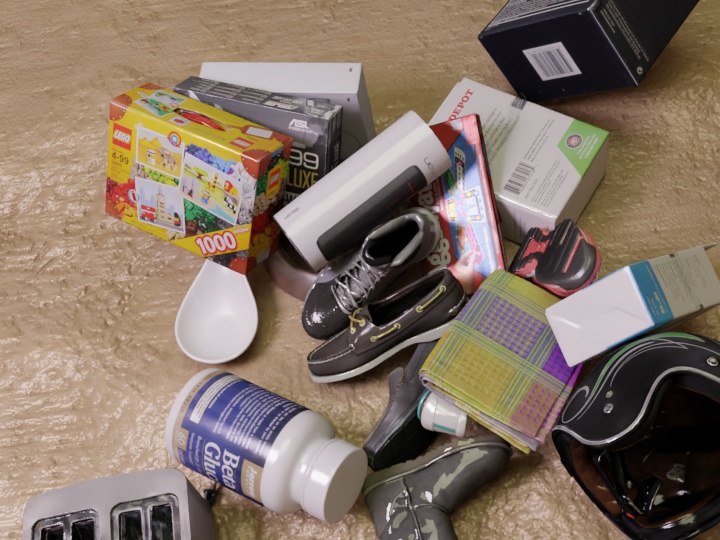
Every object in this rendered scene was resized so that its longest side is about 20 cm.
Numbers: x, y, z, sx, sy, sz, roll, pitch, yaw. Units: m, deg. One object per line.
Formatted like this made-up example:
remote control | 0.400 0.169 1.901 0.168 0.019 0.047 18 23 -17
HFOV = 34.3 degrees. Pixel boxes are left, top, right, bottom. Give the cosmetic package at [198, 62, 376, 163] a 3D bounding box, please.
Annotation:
cosmetic package | -0.087 -0.192 1.446 0.199 0.151 0.052 2 58 11

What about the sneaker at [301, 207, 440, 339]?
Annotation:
sneaker | 0.000 0.000 1.300 0.200 0.115 0.075 -44 83 7

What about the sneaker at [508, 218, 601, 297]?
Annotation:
sneaker | 0.232 -0.006 1.265 0.086 0.200 0.074 28 90 -9

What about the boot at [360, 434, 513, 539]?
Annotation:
boot | 0.094 0.281 1.167 0.181 0.073 0.201 -25 50 9

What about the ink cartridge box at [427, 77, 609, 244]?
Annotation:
ink cartridge box | 0.177 -0.126 1.402 0.199 0.084 0.146 25 64 22

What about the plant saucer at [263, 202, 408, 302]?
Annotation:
plant saucer | -0.028 -0.050 1.419 0.199 0.032 0.201 -5 57 7

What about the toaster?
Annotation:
toaster | -0.236 0.302 1.177 0.180 0.119 0.201 -11 57 1

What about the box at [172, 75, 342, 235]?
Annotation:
box | -0.122 -0.131 1.372 0.199 0.158 0.050 14 30 16

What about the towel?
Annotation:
towel | 0.159 0.088 1.222 0.143 0.023 0.200 30 48 10

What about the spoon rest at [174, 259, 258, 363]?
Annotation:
spoon rest | -0.162 0.019 1.379 0.099 0.061 0.201 1 57 10

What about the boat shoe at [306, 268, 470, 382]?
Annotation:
boat shoe | 0.024 0.060 1.293 0.200 0.061 0.072 -25 25 12

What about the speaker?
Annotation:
speaker | 0.003 -0.090 1.302 0.200 0.081 0.081 -37 59 -3

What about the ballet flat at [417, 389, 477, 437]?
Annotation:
ballet flat | 0.141 0.115 1.245 0.069 0.070 0.200 31 47 25

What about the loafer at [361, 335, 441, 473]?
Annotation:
loafer | 0.059 0.136 1.270 0.072 0.073 0.200 24 55 32

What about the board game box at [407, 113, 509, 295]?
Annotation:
board game box | 0.106 -0.070 1.345 0.102 0.019 0.201 -13 85 25

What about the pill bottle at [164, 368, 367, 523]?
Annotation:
pill bottle | -0.097 0.186 1.221 0.199 0.111 0.111 20 63 28

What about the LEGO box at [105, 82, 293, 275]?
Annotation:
LEGO box | -0.186 -0.106 1.328 0.199 0.150 0.077 22 33 19

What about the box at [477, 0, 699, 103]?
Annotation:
box | 0.289 -0.320 1.432 0.199 0.123 0.200 -52 27 -22

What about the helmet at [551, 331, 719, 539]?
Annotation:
helmet | 0.304 0.153 1.140 0.190 0.200 0.200 -36 60 -10

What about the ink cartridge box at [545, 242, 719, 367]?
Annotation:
ink cartridge box | 0.302 0.033 1.228 0.199 0.116 0.067 -12 73 -46
